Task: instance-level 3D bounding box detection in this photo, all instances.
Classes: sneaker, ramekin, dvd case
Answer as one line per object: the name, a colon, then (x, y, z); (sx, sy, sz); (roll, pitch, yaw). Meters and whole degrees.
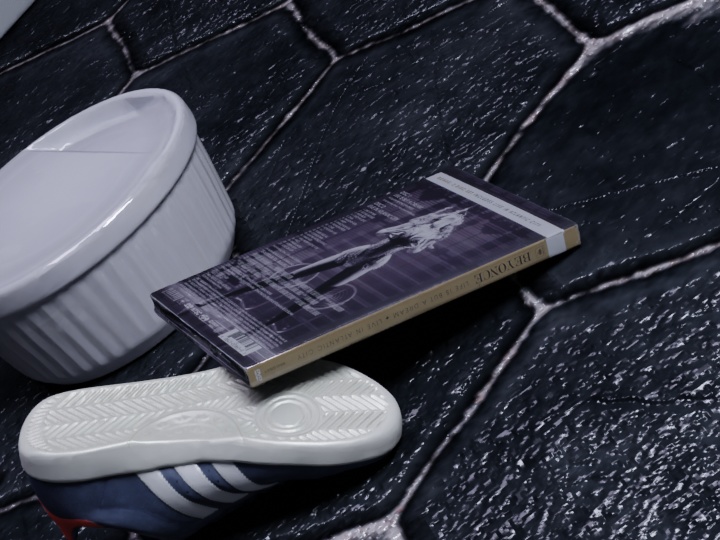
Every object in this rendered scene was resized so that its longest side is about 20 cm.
sneaker: (-0.074, 0.102, 1.201); (0.198, 0.085, 0.075); (-4, 37, 8)
ramekin: (-0.169, -0.016, 1.464); (0.202, 0.094, 0.203); (-29, 28, 17)
dvd case: (0.000, 0.000, 1.252); (0.199, 0.016, 0.149); (-24, 23, -18)

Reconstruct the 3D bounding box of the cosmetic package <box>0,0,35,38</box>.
cosmetic package: (-0.429, -0.235, 2.046); (0.164, 0.165, 0.200); (-6, 39, 46)
